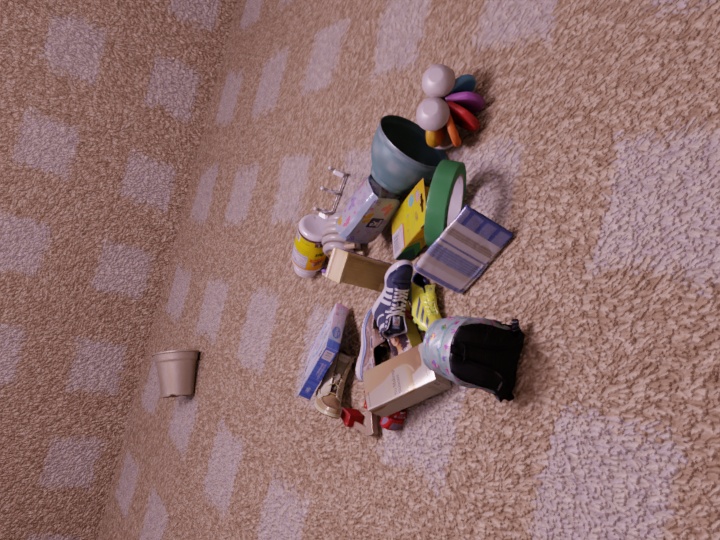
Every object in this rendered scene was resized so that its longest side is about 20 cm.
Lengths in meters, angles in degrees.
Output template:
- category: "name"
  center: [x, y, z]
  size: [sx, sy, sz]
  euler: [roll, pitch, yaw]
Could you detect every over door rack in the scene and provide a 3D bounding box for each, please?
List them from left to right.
- category: "over door rack"
  center: [-0.096, -0.244, 1.984]
  size: [0.200, 0.066, 0.150]
  euler: [-81, 11, -81]

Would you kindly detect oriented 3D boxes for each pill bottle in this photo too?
- category: "pill bottle"
  center: [-0.156, -0.071, 2.004]
  size: [0.201, 0.107, 0.110]
  euler: [110, 153, -46]

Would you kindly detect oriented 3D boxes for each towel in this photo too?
- category: "towel"
  center: [0.227, -0.042, 1.419]
  size: [0.201, 0.145, 0.024]
  euler: [-52, 25, 29]

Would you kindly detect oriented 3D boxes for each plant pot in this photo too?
- category: "plant pot"
  center: [-0.779, 0.441, 2.711]
  size: [0.199, 0.198, 0.187]
  euler: [-20, 72, 51]
- category: "plant pot"
  center: [0.105, -0.285, 1.656]
  size: [0.135, 0.198, 0.202]
  euler: [-54, 38, 35]

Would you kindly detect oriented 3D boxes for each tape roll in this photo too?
- category: "tape roll"
  center: [0.197, -0.150, 1.468]
  size: [0.047, 0.200, 0.204]
  euler: [11, 85, 18]

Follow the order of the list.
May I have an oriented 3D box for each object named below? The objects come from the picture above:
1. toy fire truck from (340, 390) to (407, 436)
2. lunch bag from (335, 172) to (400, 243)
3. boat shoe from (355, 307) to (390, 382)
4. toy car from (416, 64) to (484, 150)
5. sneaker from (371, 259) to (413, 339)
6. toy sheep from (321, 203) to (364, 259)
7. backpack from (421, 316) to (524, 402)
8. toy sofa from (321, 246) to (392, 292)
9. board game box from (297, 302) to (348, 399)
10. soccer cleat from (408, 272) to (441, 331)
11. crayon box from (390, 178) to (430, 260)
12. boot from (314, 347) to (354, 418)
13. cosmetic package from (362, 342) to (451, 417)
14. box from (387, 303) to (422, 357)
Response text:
- category: "toy fire truck"
  center: [0.032, 0.367, 1.626]
  size: [0.200, 0.048, 0.143]
  euler: [34, 106, 55]
- category: "lunch bag"
  center: [0.028, -0.170, 1.727]
  size: [0.170, 0.127, 0.200]
  euler: [-51, 0, 29]
- category: "boat shoe"
  center: [0.044, 0.193, 1.671]
  size: [0.071, 0.072, 0.203]
  euler: [-5, 67, 35]
- category: "toy car"
  center: [0.229, -0.400, 1.573]
  size: [0.148, 0.175, 0.204]
  euler: [7, 80, 22]
- category: "sneaker"
  center: [0.088, 0.077, 1.534]
  size: [0.109, 0.069, 0.202]
  euler: [-106, 30, -44]
- category: "toy sheep"
  center: [-0.050, -0.104, 1.876]
  size: [0.137, 0.137, 0.203]
  euler: [-22, 51, 50]
- category: "backpack"
  center: [0.223, 0.168, 1.283]
  size: [0.126, 0.198, 0.170]
  euler: [-4, 74, 55]
- category: "toy sofa"
  center: [0.000, 0.000, 1.689]
  size: [0.097, 0.198, 0.084]
  euler: [24, 97, 51]
- category: "board game box"
  center: [-0.105, 0.226, 1.809]
  size: [0.201, 0.043, 0.200]
  euler: [-60, 11, 32]
- category: "soccer cleat"
  center: [0.160, 0.079, 1.539]
  size: [0.084, 0.064, 0.201]
  euler: [-55, 37, 27]
- category: "crayon box"
  center: [0.140, -0.124, 1.620]
  size: [0.200, 0.050, 0.129]
  euler: [129, 144, -58]
- category: "boot"
  center: [-0.067, 0.303, 1.748]
  size: [0.200, 0.071, 0.157]
  euler: [-121, 54, -77]
- category: "cosmetic package"
  center: [0.105, 0.256, 1.495]
  size: [0.199, 0.071, 0.106]
  euler: [-32, 50, 26]
- category: "box"
  center: [0.099, 0.138, 1.619]
  size: [0.075, 0.050, 0.202]
  euler: [-51, 39, 32]
